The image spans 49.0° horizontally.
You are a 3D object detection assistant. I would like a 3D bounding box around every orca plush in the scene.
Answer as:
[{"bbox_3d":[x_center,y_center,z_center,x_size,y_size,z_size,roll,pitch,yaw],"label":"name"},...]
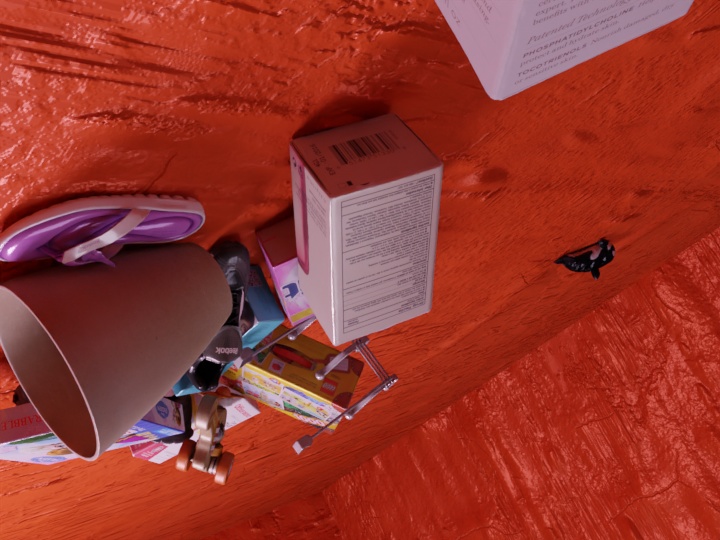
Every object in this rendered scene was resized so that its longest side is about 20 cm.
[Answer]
[{"bbox_3d":[0.541,-0.017,1.840,0.105,0.072,0.199,-40,158,32],"label":"orca plush"}]

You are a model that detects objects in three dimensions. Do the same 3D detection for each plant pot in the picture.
[{"bbox_3d":[-0.235,0.054,0.802,0.199,0.188,0.188,-34,168,-37],"label":"plant pot"}]

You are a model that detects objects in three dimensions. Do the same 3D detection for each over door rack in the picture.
[{"bbox_3d":[-0.061,0.138,1.049,0.199,0.148,0.067,-28,164,-43],"label":"over door rack"}]

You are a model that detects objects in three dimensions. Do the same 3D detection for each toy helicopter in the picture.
[{"bbox_3d":[-0.209,0.215,1.125,0.078,0.134,0.201,18,153,2],"label":"toy helicopter"}]

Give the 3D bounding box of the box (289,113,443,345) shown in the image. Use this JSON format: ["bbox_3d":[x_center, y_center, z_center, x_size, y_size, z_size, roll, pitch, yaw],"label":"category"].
[{"bbox_3d":[0.004,-0.042,0.836,0.126,0.109,0.202,-18,135,-20],"label":"box"}]

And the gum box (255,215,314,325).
[{"bbox_3d":[-0.017,-0.029,0.970,0.198,0.066,0.114,-25,140,-10],"label":"gum box"}]

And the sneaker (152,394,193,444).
[{"bbox_3d":[-0.346,0.207,1.176,0.197,0.092,0.076,4,-176,-25],"label":"sneaker"}]

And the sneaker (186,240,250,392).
[{"bbox_3d":[-0.166,0.063,0.940,0.066,0.091,0.202,3,125,-36],"label":"sneaker"}]

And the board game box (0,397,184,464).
[{"bbox_3d":[-0.342,0.191,0.964,0.196,0.042,0.200,-14,161,4],"label":"board game box"}]

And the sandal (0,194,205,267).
[{"bbox_3d":[-0.231,-0.032,0.736,0.200,0.050,0.083,-14,157,-36],"label":"sandal"}]

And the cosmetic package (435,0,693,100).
[{"bbox_3d":[0.126,-0.251,0.483,0.164,0.169,0.200,-24,161,-8],"label":"cosmetic package"}]

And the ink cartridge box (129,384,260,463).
[{"bbox_3d":[-0.279,0.233,1.309,0.198,0.084,0.145,-27,161,-5],"label":"ink cartridge box"}]

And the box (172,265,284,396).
[{"bbox_3d":[-0.190,0.083,1.045,0.200,0.083,0.049,-41,158,32],"label":"box"}]

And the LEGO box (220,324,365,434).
[{"bbox_3d":[-0.107,0.151,1.164,0.149,0.198,0.078,112,3,-63],"label":"LEGO box"}]

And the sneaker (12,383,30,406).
[{"bbox_3d":[-0.356,0.150,1.027,0.095,0.080,0.199,-26,157,32],"label":"sneaker"}]
